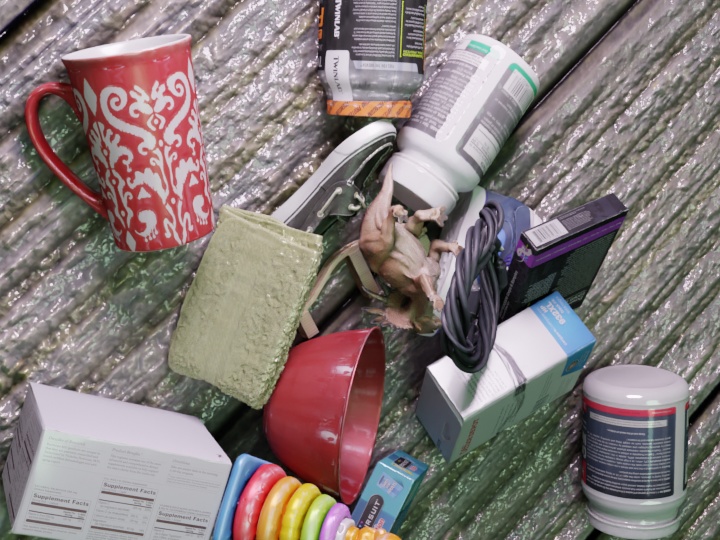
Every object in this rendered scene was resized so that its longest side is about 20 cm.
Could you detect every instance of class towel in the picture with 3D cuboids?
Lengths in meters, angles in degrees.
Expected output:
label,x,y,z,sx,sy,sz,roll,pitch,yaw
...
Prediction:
label,x,y,z,sx,sy,sz,roll,pitch,yaw
towel,-0.126,0.038,1.163,0.036,0.147,0.202,20,90,-64

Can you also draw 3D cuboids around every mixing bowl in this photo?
label,x,y,z,sx,sy,sz,roll,pitch,yaw
mixing bowl,-0.046,0.157,1.200,0.107,0.200,0.203,8,97,12

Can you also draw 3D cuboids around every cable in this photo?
label,x,y,z,sx,sy,sz,roll,pitch,yaw
cable,0.133,0.018,1.163,0.050,0.200,0.165,13,121,15

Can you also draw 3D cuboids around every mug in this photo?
label,x,y,z,sx,sy,sz,roll,pitch,yaw
mug,-0.238,-0.132,1.102,0.133,0.176,0.203,-36,122,-53

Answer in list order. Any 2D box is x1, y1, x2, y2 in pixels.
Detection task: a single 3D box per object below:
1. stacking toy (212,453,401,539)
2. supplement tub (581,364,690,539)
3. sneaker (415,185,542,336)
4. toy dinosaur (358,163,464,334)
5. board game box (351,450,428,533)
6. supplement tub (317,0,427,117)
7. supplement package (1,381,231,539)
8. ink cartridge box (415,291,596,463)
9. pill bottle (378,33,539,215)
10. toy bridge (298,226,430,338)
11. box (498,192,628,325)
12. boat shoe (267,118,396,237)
label,x,y,z,sx,sy,sz,roll,pitch,yaw
stacking toy,-0.046,0.272,1.103,0.116,0.198,0.111,47,56,-67
supplement tub,0.365,0.238,1.405,0.139,0.140,0.203,-6,101,-23
sneaker,0.160,0.007,1.306,0.145,0.080,0.202,23,84,-21
toy dinosaur,0.040,-0.010,1.189,0.086,0.135,0.202,-31,96,-41
board game box,0.019,0.294,1.232,0.047,0.200,0.152,26,88,10
supplement tub,0.013,-0.273,1.169,0.121,0.122,0.203,-1,99,-23
supplement package,-0.260,0.210,1.113,0.198,0.156,0.112,17,94,-25
ink cartridge box,0.174,0.133,1.294,0.198,0.146,0.084,-28,65,-17
pill bottle,0.113,-0.165,1.237,0.113,0.113,0.201,37,83,-25
toy bridge,0.000,0.000,1.263,0.199,0.027,0.068,-33,109,-16
box,0.236,0.002,1.294,0.142,0.036,0.201,-23,148,-24
boat shoe,-0.025,-0.083,1.184,0.200,0.071,0.064,-44,75,14
